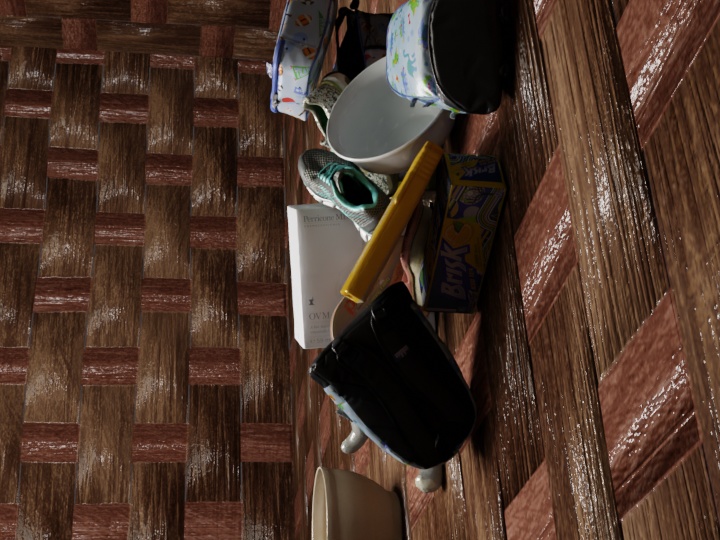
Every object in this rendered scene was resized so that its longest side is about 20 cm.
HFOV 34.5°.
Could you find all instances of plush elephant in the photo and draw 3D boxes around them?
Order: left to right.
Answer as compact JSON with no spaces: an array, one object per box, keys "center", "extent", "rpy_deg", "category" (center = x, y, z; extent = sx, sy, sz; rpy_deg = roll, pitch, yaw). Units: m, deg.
[{"center":[0.033,0.203,1.635],"extent":[0.165,0.152,0.204],"rpy_deg":[-117,29,-71],"category":"plush elephant"}]

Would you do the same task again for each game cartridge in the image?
[{"center":[0.036,-0.055,1.396],"extent":[0.202,0.032,0.176],"rpy_deg":[-63,1,-3],"category":"game cartridge"}]

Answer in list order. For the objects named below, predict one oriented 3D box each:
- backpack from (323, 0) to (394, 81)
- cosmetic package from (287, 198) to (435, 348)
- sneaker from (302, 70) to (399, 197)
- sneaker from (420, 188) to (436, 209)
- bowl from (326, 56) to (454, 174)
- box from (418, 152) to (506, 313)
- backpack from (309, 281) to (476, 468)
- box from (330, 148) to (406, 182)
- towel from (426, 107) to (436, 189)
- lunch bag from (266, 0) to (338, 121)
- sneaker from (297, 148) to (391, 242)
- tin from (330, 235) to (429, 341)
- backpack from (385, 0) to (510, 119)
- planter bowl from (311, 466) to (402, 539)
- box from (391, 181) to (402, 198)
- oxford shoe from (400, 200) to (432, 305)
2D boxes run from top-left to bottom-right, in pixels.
[{"center":[0.023,-0.277,1.784],"extent":[0.201,0.151,0.193],"rpy_deg":[107,164,-57],"category":"backpack"},{"center":[0.000,0.000,1.694],"extent":[0.123,0.195,0.204],"rpy_deg":[-161,67,-80],"category":"cosmetic package"},{"center":[-0.021,-0.183,1.676],"extent":[0.202,0.088,0.077],"rpy_deg":[57,144,1],"category":"sneaker"},{"center":[0.095,-0.074,1.542],"extent":[0.200,0.074,0.072],"rpy_deg":[-160,72,-81],"category":"sneaker"},{"center":[0.058,-0.203,1.597],"extent":[0.090,0.199,0.203],"rpy_deg":[47,-156,-41],"category":"bowl"},{"center":[0.120,-0.041,1.399],"extent":[0.065,0.069,0.202],"rpy_deg":[-96,11,-47],"category":"box"},{"center":[0.054,0.145,1.424],"extent":[0.200,0.163,0.154],"rpy_deg":[45,171,6],"category":"backpack"},{"center":[0.008,-0.123,1.923],"extent":[0.116,0.129,0.203],"rpy_deg":[-98,12,-51],"category":"box"},{"center":[0.105,-0.187,1.696],"extent":[0.086,0.018,0.204],"rpy_deg":[-102,15,-71],"category":"towel"},{"center":[-0.086,-0.330,1.732],"extent":[0.161,0.074,0.203],"rpy_deg":[104,-179,-64],"category":"lunch bag"},{"center":[-0.019,-0.118,1.576],"extent":[0.199,0.078,0.091],"rpy_deg":[39,170,32],"category":"sneaker"},{"center":[0.036,0.044,1.611],"extent":[0.201,0.112,0.042],"rpy_deg":[-53,10,-10],"category":"tin"},{"center":[0.102,-0.268,1.400],"extent":[0.200,0.151,0.167],"rpy_deg":[-68,-25,-79],"category":"backpack"},{"center":[-0.004,0.427,1.908],"extent":[0.200,0.132,0.204],"rpy_deg":[-178,90,-81],"category":"planter bowl"},{"center":[0.057,-0.045,1.857],"extent":[0.202,0.049,0.076],"rpy_deg":[102,167,-48],"category":"box"},{"center":[0.092,-0.020,1.510],"extent":[0.201,0.072,0.072],"rpy_deg":[84,-161,-59],"category":"oxford shoe"}]
